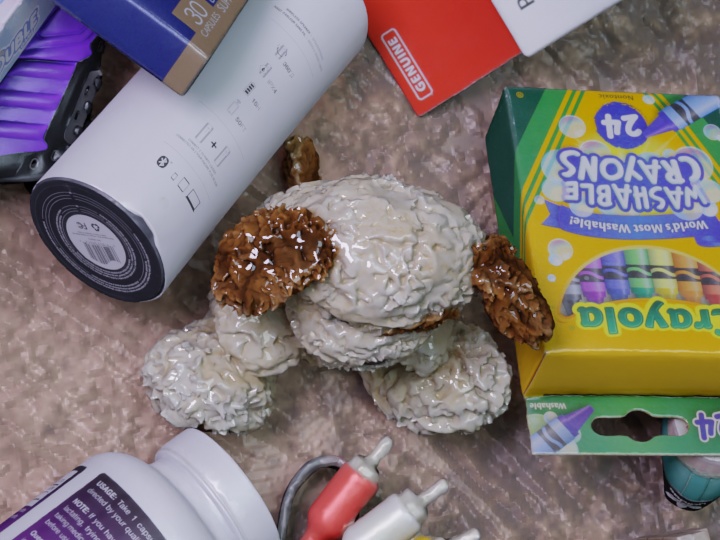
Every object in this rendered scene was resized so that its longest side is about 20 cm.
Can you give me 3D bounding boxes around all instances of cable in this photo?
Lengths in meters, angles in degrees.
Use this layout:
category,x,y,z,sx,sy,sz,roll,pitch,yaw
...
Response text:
category,x,y,z,sx,sy,sz,roll,pitch,yaw
cable,-0.038,0.167,1.095,0.200,0.050,0.097,-42,73,-10

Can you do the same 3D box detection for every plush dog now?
category,x,y,z,sx,sy,sz,roll,pitch,yaw
plush dog,0.000,0.000,1.078,0.199,0.172,0.162,2,82,-20

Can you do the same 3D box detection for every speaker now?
category,x,y,z,sx,sy,sz,roll,pitch,yaw
speaker,-0.076,-0.080,1.084,0.081,0.081,0.200,43,56,-11

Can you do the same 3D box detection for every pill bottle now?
category,x,y,z,sx,sy,sz,roll,pitch,yaw
pill bottle,-0.137,0.165,1.035,0.200,0.112,0.113,-36,96,-21

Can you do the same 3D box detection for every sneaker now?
category,x,y,z,sx,sy,sz,roll,pitch,yaw
sneaker,0.207,0.045,1.216,0.071,0.080,0.201,24,55,5
sneaker,-0.161,-0.089,1.087,0.200,0.070,0.100,-44,100,-12

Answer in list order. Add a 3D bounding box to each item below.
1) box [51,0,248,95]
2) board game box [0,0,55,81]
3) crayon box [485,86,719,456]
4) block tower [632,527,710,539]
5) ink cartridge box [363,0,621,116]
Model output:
category,x,y,z,sx,sy,sz,roll,pitch,yaw
box,-0.139,-0.178,1.022,0.199,0.032,0.121,35,38,-7
board game box,-0.274,-0.104,0.993,0.198,0.043,0.201,24,58,9
crayon box,0.143,-0.002,1.150,0.125,0.052,0.201,1,59,-12
block tower,0.102,0.181,1.158,0.199,0.054,0.058,-10,86,-23
ink cartridge box,0.043,-0.201,1.133,0.201,0.173,0.044,58,23,-5
